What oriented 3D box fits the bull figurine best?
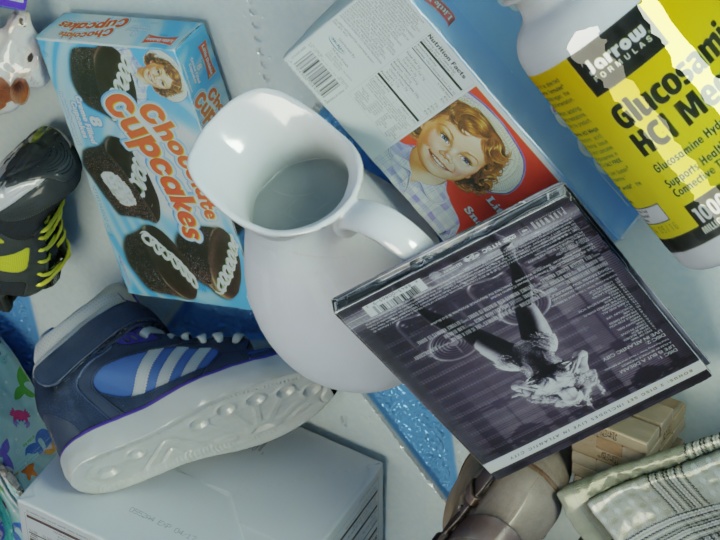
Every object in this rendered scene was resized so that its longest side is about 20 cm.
[{"bbox_3d":[-0.285,-0.126,1.836,0.121,0.065,0.200,31,148,-17],"label":"bull figurine"}]

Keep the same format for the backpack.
[{"bbox_3d":[-0.290,0.156,2.054,0.177,0.151,0.200,-20,116,46],"label":"backpack"}]

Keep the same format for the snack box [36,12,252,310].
[{"bbox_3d":[-0.126,-0.069,1.793,0.116,0.037,0.201,7,129,35],"label":"snack box"}]

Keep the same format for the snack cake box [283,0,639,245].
[{"bbox_3d":[0.065,-0.088,1.597,0.200,0.067,0.115,49,138,-8],"label":"snack cake box"}]

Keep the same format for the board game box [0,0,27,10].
[{"bbox_3d":[-0.314,-0.202,1.715,0.134,0.200,0.045,12,93,31],"label":"board game box"}]

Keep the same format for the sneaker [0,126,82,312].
[{"bbox_3d":[-0.223,-0.032,1.891,0.085,0.075,0.200,43,150,-10],"label":"sneaker"}]

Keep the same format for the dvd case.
[{"bbox_3d":[0.095,0.038,1.591,0.148,0.016,0.200,-27,137,16],"label":"dvd case"}]

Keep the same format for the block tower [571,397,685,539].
[{"bbox_3d":[0.167,0.156,1.741,0.058,0.054,0.201,21,136,25],"label":"block tower"}]

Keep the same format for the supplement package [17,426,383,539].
[{"bbox_3d":[-0.105,0.179,1.904,0.199,0.156,0.111,22,138,22],"label":"supplement package"}]

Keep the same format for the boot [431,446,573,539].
[{"bbox_3d":[0.071,0.172,1.762,0.070,0.146,0.200,36,141,4],"label":"boot"}]

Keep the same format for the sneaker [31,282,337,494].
[{"bbox_3d":[-0.125,0.053,1.872,0.081,0.199,0.147,64,-175,-56],"label":"sneaker"}]

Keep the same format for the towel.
[{"bbox_3d":[0.241,0.176,1.665,0.199,0.035,0.193,-21,120,33],"label":"towel"}]

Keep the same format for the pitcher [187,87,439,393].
[{"bbox_3d":[0.000,0.000,1.651,0.171,0.121,0.200,33,164,34],"label":"pitcher"}]

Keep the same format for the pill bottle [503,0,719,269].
[{"bbox_3d":[0.155,-0.108,1.469,0.200,0.112,0.112,50,140,-9],"label":"pill bottle"}]
